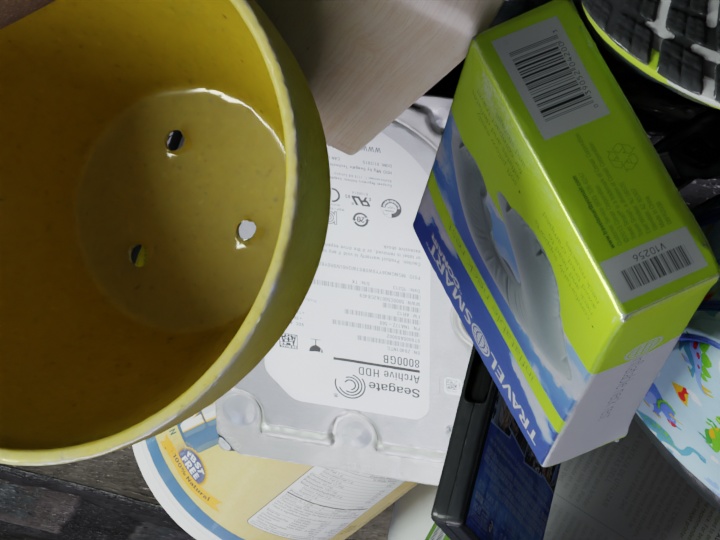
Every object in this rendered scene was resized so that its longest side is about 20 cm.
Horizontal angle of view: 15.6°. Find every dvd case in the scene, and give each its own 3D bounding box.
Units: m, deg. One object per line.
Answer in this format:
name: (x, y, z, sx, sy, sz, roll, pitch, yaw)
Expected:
dvd case: (0.077, 0.035, 1.182, 0.018, 0.200, 0.143, 9, 164, 19)

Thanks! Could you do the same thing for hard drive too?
hard drive: (0.000, 0.000, 1.186, 0.140, 0.038, 0.200, 9, 120, 16)

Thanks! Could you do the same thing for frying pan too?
frying pan: (0.118, -0.032, 1.082, 0.115, 0.031, 0.190, -35, 177, 7)

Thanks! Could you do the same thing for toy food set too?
toy food set: (-0.034, -0.119, 1.016, 0.143, 0.060, 0.200, 26, 160, -10)

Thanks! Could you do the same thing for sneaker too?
sneaker: (0.169, -0.075, 0.971, 0.200, 0.074, 0.081, 18, 168, -12)

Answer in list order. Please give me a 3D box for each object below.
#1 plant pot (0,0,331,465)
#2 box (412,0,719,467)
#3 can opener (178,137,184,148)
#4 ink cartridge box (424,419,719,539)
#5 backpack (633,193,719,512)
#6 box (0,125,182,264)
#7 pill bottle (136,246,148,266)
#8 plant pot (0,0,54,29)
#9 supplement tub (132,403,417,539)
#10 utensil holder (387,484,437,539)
plant pot: (-0.090, -0.027, 0.986, 0.200, 0.200, 0.142, 6, 179, 21)
box: (0.073, -0.006, 1.010, 0.048, 0.122, 0.200, -23, 162, -14)
can opener: (-0.066, -0.045, 1.286, 0.066, 0.053, 0.200, 14, 165, 6)
ink cartridge box: (0.136, 0.156, 1.282, 0.200, 0.148, 0.076, 33, 154, -3)
backpack: (0.183, 0.035, 1.054, 0.163, 0.154, 0.200, 48, 145, -3)
box: (-0.153, -0.022, 1.154, 0.049, 0.160, 0.200, 47, 148, 13)
pill bottle: (-0.123, 0.025, 1.471, 0.200, 0.113, 0.113, 21, 162, -30)
plant pot: (-0.178, -0.136, 0.867, 0.200, 0.187, 0.187, -7, 160, 13)
supplement tub: (-0.013, 0.050, 1.337, 0.145, 0.145, 0.200, 20, 141, -26)
utensil holder: (0.103, 0.110, 1.424, 0.170, 0.200, 0.170, 9, 166, 2)
